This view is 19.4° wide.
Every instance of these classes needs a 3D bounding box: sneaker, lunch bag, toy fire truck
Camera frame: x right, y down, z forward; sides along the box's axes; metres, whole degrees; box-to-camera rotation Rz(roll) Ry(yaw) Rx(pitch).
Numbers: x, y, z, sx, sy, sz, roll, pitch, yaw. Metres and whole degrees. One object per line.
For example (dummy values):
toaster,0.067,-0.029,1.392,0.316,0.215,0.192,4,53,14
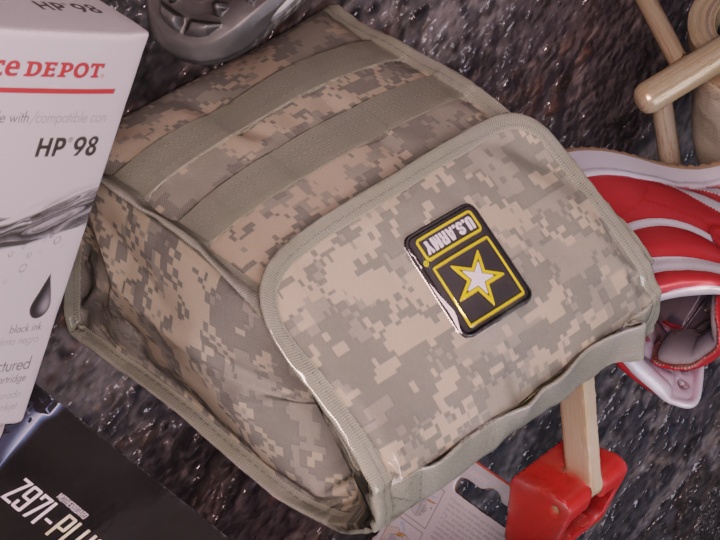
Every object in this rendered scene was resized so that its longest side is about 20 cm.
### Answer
sneaker,-0.016,-0.139,0.788,0.091,0.066,0.200,86,27,-56
lunch bag,0.000,0.000,0.835,0.164,0.200,0.118,-32,141,-32
toy fire truck,0.066,0.025,0.998,0.049,0.141,0.200,-31,140,-38
sneaker,0.169,0.003,0.936,0.200,0.113,0.071,0,131,-28

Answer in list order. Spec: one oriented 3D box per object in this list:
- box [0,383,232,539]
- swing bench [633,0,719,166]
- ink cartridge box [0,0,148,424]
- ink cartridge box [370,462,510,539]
box,-0.114,0.157,0.855,0.086,0.164,0.200,-37,142,-27
swing bench,0.222,-0.089,1.045,0.200,0.130,0.199,-18,140,0
ink cartridge box,-0.150,-0.043,0.722,0.116,0.067,0.200,-5,122,-51
ink cartridge box,0.043,0.200,1.151,0.050,0.109,0.200,12,108,-56
